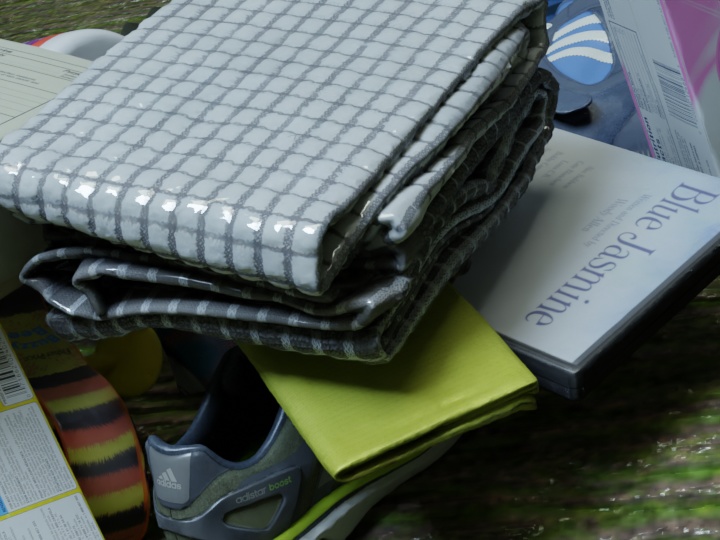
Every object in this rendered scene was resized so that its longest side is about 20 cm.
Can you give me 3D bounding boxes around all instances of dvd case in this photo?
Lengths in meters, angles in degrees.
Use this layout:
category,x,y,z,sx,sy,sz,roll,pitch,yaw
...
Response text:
category,x,y,z,sx,sy,sz,roll,pitch,yaw
dvd case,0.058,-0.020,0.711,0.199,0.018,0.142,23,46,39

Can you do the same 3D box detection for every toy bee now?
category,x,y,z,sx,sy,sz,roll,pitch,yaw
toy bee,-0.164,0.039,0.725,0.199,0.109,0.131,19,26,24

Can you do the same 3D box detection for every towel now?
category,x,y,z,sx,sy,sz,roll,pitch,yaw
towel,-0.013,0.014,0.653,0.086,0.018,0.200,-23,36,-14
towel,-0.027,-0.043,0.652,0.165,0.086,0.200,10,39,26

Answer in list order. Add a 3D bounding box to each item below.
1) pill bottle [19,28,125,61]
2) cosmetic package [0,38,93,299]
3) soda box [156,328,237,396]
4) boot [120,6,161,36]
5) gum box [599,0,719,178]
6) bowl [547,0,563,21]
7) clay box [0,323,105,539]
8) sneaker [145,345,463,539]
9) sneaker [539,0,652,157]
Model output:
category,x,y,z,sx,sy,sz,roll,pitch,yaw
pill bottle,-0.196,-0.056,0.851,0.199,0.112,0.111,-6,28,38
cosmetic package,-0.183,-0.032,0.653,0.103,0.074,0.200,15,25,20
soda box,0.000,0.000,0.794,0.199,0.064,0.069,-13,27,10
boot,-0.084,-0.128,1.105,0.137,0.078,0.200,7,15,-1
gum box,0.184,-0.108,0.751,0.113,0.201,0.066,-30,29,-10
bowl,0.102,-0.210,1.161,0.199,0.040,0.201,-14,27,7
clay box,-0.196,0.099,0.579,0.199,0.115,0.048,-17,-17,-43
sneaker,-0.014,0.055,0.677,0.074,0.081,0.200,4,34,35
sneaker,0.091,-0.091,0.892,0.146,0.081,0.200,-14,32,-3
